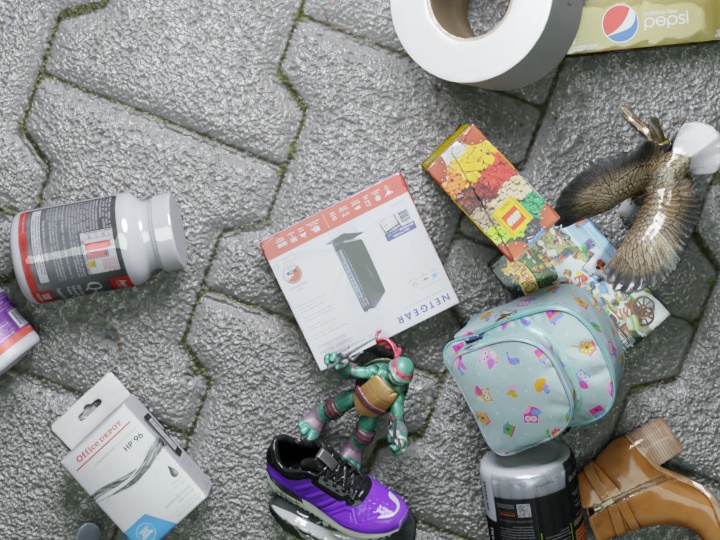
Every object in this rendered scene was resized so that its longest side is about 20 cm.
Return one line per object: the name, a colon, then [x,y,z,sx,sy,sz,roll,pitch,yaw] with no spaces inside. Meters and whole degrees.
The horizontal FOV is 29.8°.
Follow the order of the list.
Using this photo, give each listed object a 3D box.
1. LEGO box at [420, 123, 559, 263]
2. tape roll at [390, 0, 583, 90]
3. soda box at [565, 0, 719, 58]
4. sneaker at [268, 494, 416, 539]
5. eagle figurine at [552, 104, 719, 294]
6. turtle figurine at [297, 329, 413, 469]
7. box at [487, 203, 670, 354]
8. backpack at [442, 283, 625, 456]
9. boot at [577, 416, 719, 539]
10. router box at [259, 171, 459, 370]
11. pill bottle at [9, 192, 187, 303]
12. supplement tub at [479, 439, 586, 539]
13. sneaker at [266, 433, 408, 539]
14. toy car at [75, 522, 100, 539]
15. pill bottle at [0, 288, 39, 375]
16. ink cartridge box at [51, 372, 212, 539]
LEGO box: [0.151,-0.096,1.618,0.077,0.200,0.149,-44,94,5]
tape roll: [0.150,-0.318,1.597,0.200,0.139,0.206,1,94,23]
soda box: [0.344,-0.304,1.663,0.197,0.068,0.065,-6,95,1]
sneaker: [-0.020,0.320,1.734,0.198,0.075,0.085,20,67,6]
eagle figurine: [0.342,-0.090,1.644,0.150,0.200,0.152,18,138,29]
turtle figurine: [0.013,0.162,1.668,0.150,0.100,0.200,49,130,9]
box: [0.276,0.024,1.710,0.136,0.038,0.200,-42,94,4]
backpack: [0.216,0.119,1.639,0.198,0.153,0.177,-25,97,20]
boot: [0.368,0.306,1.716,0.154,0.077,0.201,-33,92,2]
router box: [0.000,0.000,1.704,0.198,0.049,0.181,-26,95,3]
pill bottle: [-0.321,-0.032,1.670,0.197,0.116,0.118,-10,95,2]
supplement tub: [0.220,0.322,1.690,0.121,0.123,0.203,-9,104,1]
sneaker: [-0.034,0.260,1.669,0.198,0.070,0.100,20,140,20]
toy car: [-0.361,0.429,1.707,0.164,0.158,0.201,40,83,-15]
pill bottle: [-0.502,0.044,1.680,0.111,0.111,0.201,-39,94,4]
ink cartridge box: [-0.297,0.243,1.720,0.116,0.068,0.200,-42,93,4]
